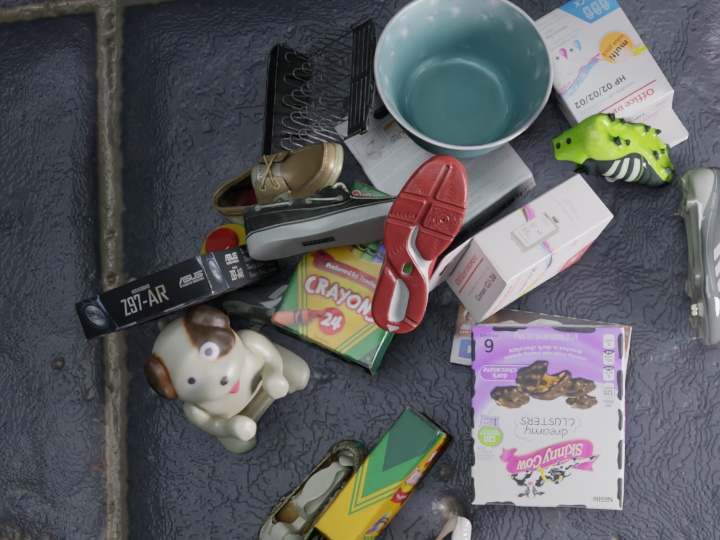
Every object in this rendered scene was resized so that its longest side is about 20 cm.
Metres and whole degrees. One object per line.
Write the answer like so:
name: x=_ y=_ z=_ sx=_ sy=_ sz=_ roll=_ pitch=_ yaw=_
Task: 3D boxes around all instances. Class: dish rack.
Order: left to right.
dish rack: x=-0.046 y=-0.211 z=1.598 sx=0.054 sy=0.200 sz=0.154 roll=8 pitch=77 yaw=-30

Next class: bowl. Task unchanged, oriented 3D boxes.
bowl: x=0.113 y=-0.208 z=1.550 sx=0.200 sy=0.105 sz=0.201 roll=0 pitch=71 yaw=0

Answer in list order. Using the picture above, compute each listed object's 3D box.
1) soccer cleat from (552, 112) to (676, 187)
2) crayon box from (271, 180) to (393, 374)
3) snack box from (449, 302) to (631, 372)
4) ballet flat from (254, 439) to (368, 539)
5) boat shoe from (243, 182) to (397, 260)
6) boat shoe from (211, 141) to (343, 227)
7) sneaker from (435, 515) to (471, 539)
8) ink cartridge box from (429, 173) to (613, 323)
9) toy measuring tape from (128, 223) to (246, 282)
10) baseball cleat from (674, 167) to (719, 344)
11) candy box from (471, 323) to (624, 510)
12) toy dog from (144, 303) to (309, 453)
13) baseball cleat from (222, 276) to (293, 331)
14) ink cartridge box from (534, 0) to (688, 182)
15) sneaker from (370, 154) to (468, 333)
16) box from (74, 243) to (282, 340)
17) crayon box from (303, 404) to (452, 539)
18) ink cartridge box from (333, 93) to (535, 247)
soccer cleat: x=0.285 y=-0.131 z=1.520 sx=0.081 sy=0.200 sz=0.068 roll=-19 pitch=70 yaw=34
crayon box: x=0.000 y=0.000 z=1.544 sx=0.127 sy=0.051 sz=0.200 roll=24 pitch=79 yaw=11
snack box: x=0.207 y=0.086 z=1.566 sx=0.200 sy=0.024 sz=0.072 roll=8 pitch=84 yaw=11
ballet flat: x=-0.066 y=0.274 z=1.556 sx=0.068 sy=0.075 sz=0.200 roll=38 pitch=88 yaw=14
boat shoe: x=-0.030 y=-0.064 z=1.491 sx=0.200 sy=0.071 sz=0.064 roll=-10 pitch=70 yaw=-1
boat shoe: x=-0.100 y=-0.099 z=1.583 sx=0.200 sy=0.066 sz=0.074 roll=-29 pitch=49 yaw=42
sneaker: x=0.035 y=0.348 z=1.520 sx=0.129 sy=0.079 sz=0.199 roll=25 pitch=95 yaw=5
ink cartridge box: x=0.170 y=-0.014 z=1.508 sx=0.200 sy=0.117 sz=0.068 roll=-30 pitch=74 yaw=-23
toy measuring tape: x=-0.187 y=-0.015 z=1.643 sx=0.200 sy=0.074 sz=0.074 roll=-9 pitch=78 yaw=25
baseball cleat: x=0.411 y=-0.019 z=1.519 sx=0.106 sy=0.070 sz=0.201 roll=-4 pitch=84 yaw=0
candy box: x=0.208 y=0.160 z=1.512 sx=0.167 sy=0.072 sz=0.201 roll=0 pitch=90 yaw=11
toy dog: x=-0.163 y=0.103 z=1.542 sx=0.139 sy=0.200 sz=0.194 roll=-41 pitch=76 yaw=0
baseball cleat: x=-0.060 y=0.022 z=1.615 sx=0.199 sy=0.070 sz=0.107 roll=6 pitch=71 yaw=4
ink cartridge box: x=0.286 y=-0.218 z=1.587 sx=0.115 sy=0.068 sz=0.200 roll=-31 pitch=76 yaw=4
sneaker: x=0.055 y=-0.044 z=1.439 sx=0.078 sy=0.116 sz=0.200 roll=19 pitch=112 yaw=-8
box: x=-0.196 y=0.019 z=1.500 sx=0.160 sy=0.200 sz=0.044 roll=-21 pitch=90 yaw=20
crayon box: x=0.019 y=0.248 z=1.520 sx=0.051 sy=0.127 sz=0.200 roll=38 pitch=89 yaw=15
ink cartridge box: x=0.087 y=-0.135 z=1.624 sx=0.162 sy=0.050 sz=0.200 roll=-35 pitch=70 yaw=3
